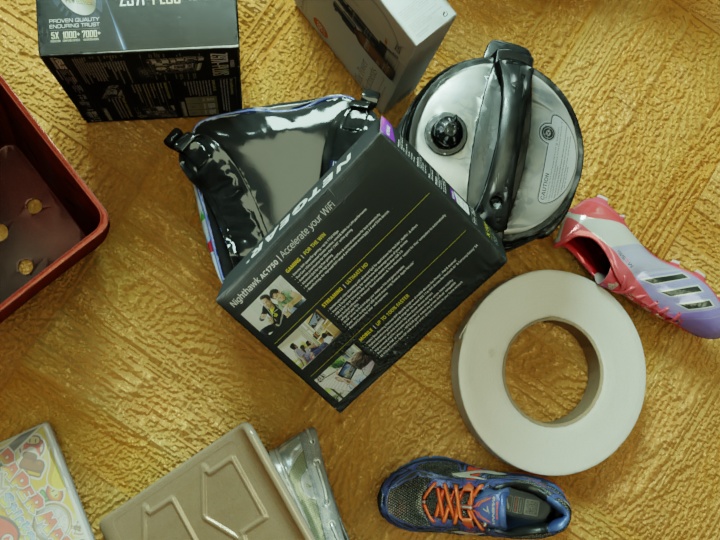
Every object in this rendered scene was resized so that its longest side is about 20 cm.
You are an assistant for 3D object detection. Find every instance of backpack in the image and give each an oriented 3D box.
[{"bbox_3d":[-0.063,-0.050,0.829,0.195,0.154,0.195,-9,86,3],"label":"backpack"}]

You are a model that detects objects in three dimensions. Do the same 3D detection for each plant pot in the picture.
[{"bbox_3d":[-0.341,-0.047,0.783,0.199,0.176,0.201,-39,90,-8],"label":"plant pot"}]

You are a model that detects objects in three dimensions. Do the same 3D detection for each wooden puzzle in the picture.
[{"bbox_3d":[-0.124,0.264,0.816,0.198,0.046,0.187,-35,81,17],"label":"wooden puzzle"}]

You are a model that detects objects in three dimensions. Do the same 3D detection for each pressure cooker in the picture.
[{"bbox_3d":[0.111,-0.097,0.829,0.177,0.200,0.178,-31,88,-9],"label":"pressure cooker"}]

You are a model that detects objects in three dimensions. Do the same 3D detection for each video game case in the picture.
[{"bbox_3d":[-0.333,0.269,0.807,0.179,0.023,0.203,-23,79,-15],"label":"video game case"}]

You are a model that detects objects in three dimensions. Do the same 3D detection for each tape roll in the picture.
[{"bbox_3d":[0.189,0.102,0.900,0.198,0.037,0.208,1,84,-6],"label":"tape roll"}]

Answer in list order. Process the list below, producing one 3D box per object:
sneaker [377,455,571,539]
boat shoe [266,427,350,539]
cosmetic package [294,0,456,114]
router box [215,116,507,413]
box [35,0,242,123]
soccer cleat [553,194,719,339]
[{"bbox_3d":[0.114,0.221,0.858,0.195,0.078,0.077,2,83,-7],"label":"sneaker"},{"bbox_3d":[-0.023,0.251,0.844,0.064,0.074,0.204,-29,81,-4],"label":"boat shoe"},{"bbox_3d":[0.005,-0.245,0.831,0.051,0.200,0.152,-36,88,-9],"label":"cosmetic package"},{"bbox_3d":[0.000,0.000,0.735,0.149,0.051,0.200,43,108,-15],"label":"router box"},{"bbox_3d":[-0.189,-0.205,0.804,0.160,0.200,0.088,-4,85,-7],"label":"box"},{"bbox_3d":[0.282,0.010,0.901,0.200,0.067,0.077,43,61,4],"label":"soccer cleat"}]
